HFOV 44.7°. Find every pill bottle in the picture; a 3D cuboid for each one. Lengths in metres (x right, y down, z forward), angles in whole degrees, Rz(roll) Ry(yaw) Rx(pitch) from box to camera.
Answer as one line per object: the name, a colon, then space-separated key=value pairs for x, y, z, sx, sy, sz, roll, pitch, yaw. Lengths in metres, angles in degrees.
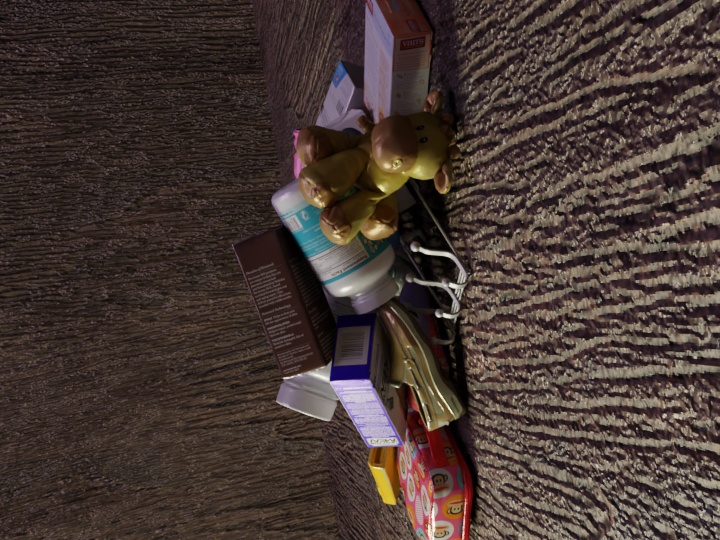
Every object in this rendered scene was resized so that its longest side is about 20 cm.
pill bottle: x=-0.053 y=0.120 z=1.333 sx=0.114 sy=0.114 sz=0.200 roll=158 pitch=132 yaw=-80
pill bottle: x=-0.026 y=-0.042 z=1.186 sx=0.200 sy=0.111 sz=0.111 roll=59 pitch=174 yaw=-10

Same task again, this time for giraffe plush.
giraffe plush: x=0.041 y=-0.137 z=1.087 sx=0.162 sy=0.200 sz=0.173 roll=-20 pitch=99 yaw=48

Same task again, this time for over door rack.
over door rack: x=0.086 y=-0.016 z=1.198 sx=0.148 sy=0.066 sz=0.200 roll=95 pitch=163 yaw=-53

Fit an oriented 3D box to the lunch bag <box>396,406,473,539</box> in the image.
lunch bag: x=0.107 y=0.296 z=1.320 sx=0.200 sy=0.082 sz=0.176 roll=-112 pitch=17 yaw=-56

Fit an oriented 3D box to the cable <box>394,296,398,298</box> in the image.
cable: x=-0.013 y=0.068 z=1.450 sx=0.069 sy=0.200 sz=0.200 roll=80 pitch=176 yaw=-61

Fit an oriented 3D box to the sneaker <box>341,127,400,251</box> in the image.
sneaker: x=0.012 y=-0.113 z=1.242 sx=0.078 sy=0.066 sz=0.200 roll=-42 pitch=-56 yaw=-47

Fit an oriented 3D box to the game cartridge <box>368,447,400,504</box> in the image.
game cartridge: x=0.055 y=0.279 z=1.469 sx=0.200 sy=0.032 sz=0.177 roll=78 pitch=-158 yaw=-58

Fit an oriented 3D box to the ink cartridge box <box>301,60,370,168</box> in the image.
ink cartridge box: x=-0.028 y=-0.229 z=1.450 sx=0.116 sy=0.068 sz=0.200 roll=-111 pitch=39 yaw=-53

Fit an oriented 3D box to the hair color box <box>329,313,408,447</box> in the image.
hair color box: x=0.017 y=0.162 z=1.260 sx=0.200 sy=0.065 sz=0.109 roll=67 pitch=-156 yaw=-50

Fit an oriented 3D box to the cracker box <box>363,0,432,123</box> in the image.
cracker box: x=0.048 y=-0.276 z=1.204 sx=0.200 sy=0.058 sz=0.134 roll=91 pitch=165 yaw=-49

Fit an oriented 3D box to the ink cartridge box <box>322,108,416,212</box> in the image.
ink cartridge box: x=0.019 y=-0.143 z=1.333 sx=0.200 sy=0.067 sz=0.116 roll=59 pitch=180 yaw=-14

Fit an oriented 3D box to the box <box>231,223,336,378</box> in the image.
box: x=-0.098 y=0.039 z=1.215 sx=0.100 sy=0.075 sz=0.200 roll=-33 pitch=-75 yaw=-73

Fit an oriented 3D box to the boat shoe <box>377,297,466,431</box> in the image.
boat shoe: x=0.069 y=0.135 z=1.210 sx=0.200 sy=0.076 sz=0.072 roll=59 pitch=176 yaw=-8

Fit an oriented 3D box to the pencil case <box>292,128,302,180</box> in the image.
pencil case: x=-0.084 y=-0.162 z=1.588 sx=0.094 sy=0.091 sz=0.200 roll=-54 pitch=-32 yaw=-68

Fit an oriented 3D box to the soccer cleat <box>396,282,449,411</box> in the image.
soccer cleat: x=0.100 y=0.114 z=1.297 sx=0.076 sy=0.067 sz=0.200 roll=-7 pitch=86 yaw=49

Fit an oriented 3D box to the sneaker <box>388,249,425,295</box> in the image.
sneaker: x=0.000 y=0.000 z=1.332 sx=0.086 sy=0.200 sz=0.078 roll=-65 pitch=-6 yaw=-66
